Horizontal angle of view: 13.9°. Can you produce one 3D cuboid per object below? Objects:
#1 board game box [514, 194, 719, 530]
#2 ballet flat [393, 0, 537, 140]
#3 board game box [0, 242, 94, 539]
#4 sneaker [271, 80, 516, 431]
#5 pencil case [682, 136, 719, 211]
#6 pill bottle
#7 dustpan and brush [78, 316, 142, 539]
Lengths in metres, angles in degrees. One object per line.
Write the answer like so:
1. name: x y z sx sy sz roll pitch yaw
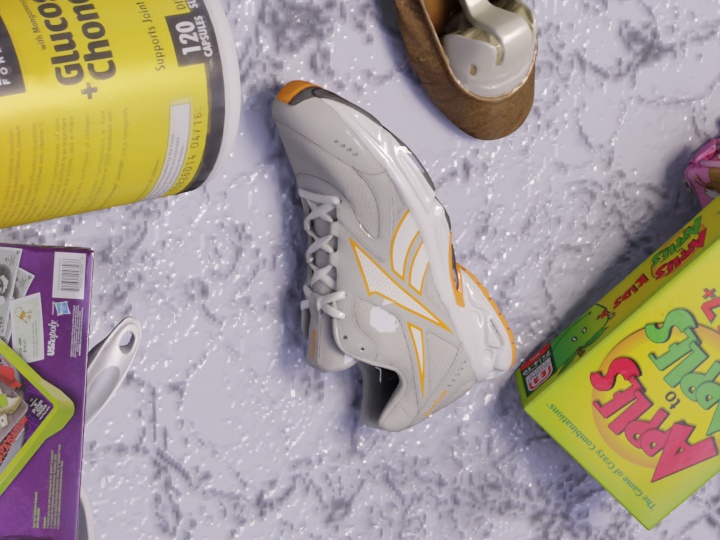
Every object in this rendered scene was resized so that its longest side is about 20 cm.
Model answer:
1. board game box: 0.188 0.031 1.535 0.200 0.048 0.102 -42 110 13
2. ballet flat: 0.051 -0.144 1.446 0.068 0.072 0.201 -31 118 -21
3. board game box: -0.185 0.086 1.330 0.119 0.032 0.202 4 88 -15
4. sneaker: 0.000 0.000 1.453 0.092 0.076 0.201 -39 119 -14
5. pencil case: 0.234 0.014 1.600 0.082 0.086 0.201 -27 116 -27
6. pill bottle: -0.161 -0.075 1.301 0.199 0.112 0.113 -12 109 -31
7. dustpan and brush: -0.164 0.105 1.378 0.139 0.057 0.201 32 84 -35
